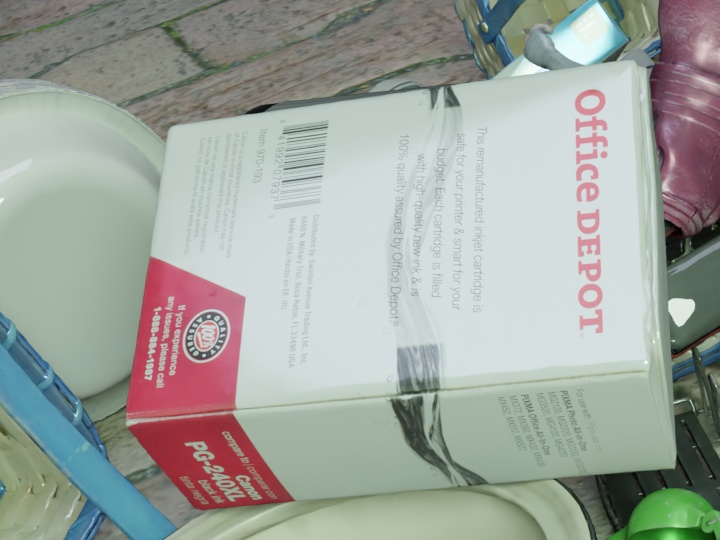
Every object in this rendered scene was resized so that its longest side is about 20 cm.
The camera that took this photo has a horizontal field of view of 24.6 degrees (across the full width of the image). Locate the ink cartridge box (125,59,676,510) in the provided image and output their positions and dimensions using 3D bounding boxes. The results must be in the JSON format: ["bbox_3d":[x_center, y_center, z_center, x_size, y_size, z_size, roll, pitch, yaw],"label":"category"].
[{"bbox_3d":[0.021,0.007,0.649,0.199,0.083,0.146,-6,54,15],"label":"ink cartridge box"}]

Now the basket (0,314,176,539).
[{"bbox_3d":[-0.180,0.090,0.744,0.200,0.177,0.139,-17,30,43],"label":"basket"}]

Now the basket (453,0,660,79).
[{"bbox_3d":[0.166,-0.210,1.216,0.176,0.140,0.200,-23,-9,-14],"label":"basket"}]

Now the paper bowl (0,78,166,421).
[{"bbox_3d":[-0.181,-0.004,0.931,0.200,0.201,0.104,-27,25,-24],"label":"paper bowl"}]

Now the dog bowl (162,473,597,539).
[{"bbox_3d":[-0.002,0.149,0.615,0.199,0.074,0.200,-14,23,6],"label":"dog bowl"}]

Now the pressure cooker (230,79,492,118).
[{"bbox_3d":[0.001,-0.002,0.832,0.199,0.177,0.179,-2,24,23],"label":"pressure cooker"}]

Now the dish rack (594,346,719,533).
[{"bbox_3d":[0.197,0.064,0.697,0.199,0.055,0.154,-17,21,2],"label":"dish rack"}]

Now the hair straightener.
[{"bbox_3d":[0.208,-0.023,0.705,0.199,0.041,0.077,-26,-11,3],"label":"hair straightener"}]

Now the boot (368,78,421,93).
[{"bbox_3d":[0.036,-0.069,1.120,0.090,0.073,0.200,2,35,21],"label":"boot"}]

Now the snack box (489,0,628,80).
[{"bbox_3d":[0.112,-0.116,1.060,0.116,0.037,0.200,-39,-2,6],"label":"snack box"}]

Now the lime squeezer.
[{"bbox_3d":[0.123,0.120,0.606,0.071,0.038,0.200,-55,33,-9],"label":"lime squeezer"}]

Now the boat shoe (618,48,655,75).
[{"bbox_3d":[0.169,-0.092,1.070,0.074,0.065,0.200,-48,-5,27],"label":"boat shoe"}]

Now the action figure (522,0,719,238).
[{"bbox_3d":[0.161,-0.074,0.747,0.149,0.134,0.201,19,85,49],"label":"action figure"}]

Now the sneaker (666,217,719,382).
[{"bbox_3d":[0.208,0.011,0.799,0.200,0.089,0.079,-29,40,16],"label":"sneaker"}]
